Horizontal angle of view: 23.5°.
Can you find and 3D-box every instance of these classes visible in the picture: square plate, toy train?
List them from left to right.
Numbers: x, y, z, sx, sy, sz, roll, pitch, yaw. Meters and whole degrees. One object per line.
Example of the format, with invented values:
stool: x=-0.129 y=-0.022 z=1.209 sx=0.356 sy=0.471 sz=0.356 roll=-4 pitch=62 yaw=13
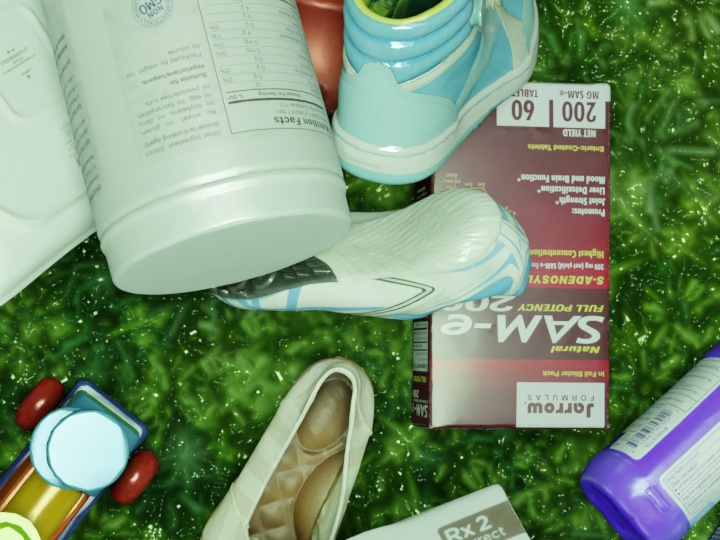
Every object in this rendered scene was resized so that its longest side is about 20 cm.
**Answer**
toy train: x=-0.192 y=0.151 z=0.929 sx=0.085 sy=0.116 sz=0.200 roll=38 pitch=82 yaw=-5
square plate: x=-0.186 y=-0.106 z=0.915 sx=0.198 sy=0.028 sz=0.200 roll=58 pitch=37 yaw=-9

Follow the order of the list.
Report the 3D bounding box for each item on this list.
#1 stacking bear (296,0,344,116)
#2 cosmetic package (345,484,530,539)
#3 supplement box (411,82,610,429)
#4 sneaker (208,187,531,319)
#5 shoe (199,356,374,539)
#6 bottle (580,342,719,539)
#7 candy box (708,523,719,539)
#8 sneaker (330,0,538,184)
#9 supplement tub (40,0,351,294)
stacking bear: x=-0.016 y=-0.187 z=0.984 sx=0.114 sy=0.121 sz=0.200 roll=12 pitch=94 yaw=-8
cosmetic package: x=0.038 y=0.252 z=0.892 sx=0.165 sy=0.200 sz=0.165 roll=-22 pitch=49 yaw=-9
supplement box: x=0.087 y=-0.008 z=1.010 sx=0.109 sy=0.061 sz=0.200 roll=0 pitch=88 yaw=-8
sneaker: x=0.000 y=0.000 z=0.958 sx=0.073 sy=0.200 sz=0.072 roll=53 pitch=44 yaw=-41
shoe: x=-0.047 y=0.141 z=0.984 sx=0.070 sy=0.053 sz=0.200 roll=23 pitch=84 yaw=-7
bottle: x=0.221 y=0.079 z=1.017 sx=0.200 sy=0.084 sz=0.065 roll=-41 pitch=91 yaw=-10
candy box: x=0.305 y=0.175 z=1.028 sx=0.169 sy=0.077 sz=0.200 roll=38 pitch=83 yaw=-4
sneaker: x=0.050 y=-0.147 z=0.927 sx=0.079 sy=0.131 sz=0.200 roll=17 pitch=42 yaw=15
supplement tub: x=-0.090 y=-0.101 z=0.898 sx=0.132 sy=0.132 sz=0.200 roll=-13 pitch=79 yaw=-10
